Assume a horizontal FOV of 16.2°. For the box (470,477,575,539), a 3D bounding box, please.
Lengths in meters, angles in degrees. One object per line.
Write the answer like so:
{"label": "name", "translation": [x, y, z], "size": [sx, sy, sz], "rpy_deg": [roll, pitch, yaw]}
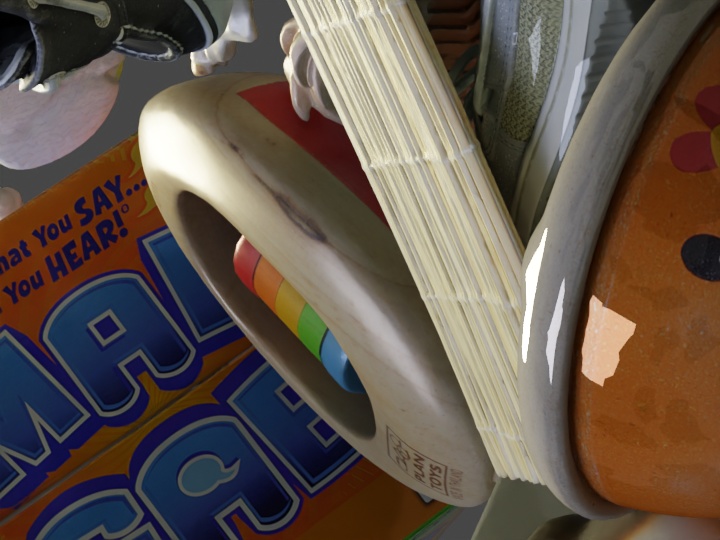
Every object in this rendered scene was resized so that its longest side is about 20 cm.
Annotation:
{"label": "box", "translation": [0.063, 0.133, 0.787], "size": [0.068, 0.200, 0.082], "rpy_deg": [-1, 130, 27]}

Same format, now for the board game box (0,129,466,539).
{"label": "board game box", "translation": [-0.097, 0.088, 1.075], "size": [0.200, 0.200, 0.200], "rpy_deg": [51, 159, 9]}

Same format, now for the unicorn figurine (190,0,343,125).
{"label": "unicorn figurine", "translation": [-0.066, -0.142, 0.855], "size": [0.200, 0.074, 0.138], "rpy_deg": [30, 152, 16]}

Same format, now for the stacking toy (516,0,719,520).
{"label": "stacking toy", "translation": [0.149, 0.017, 0.578], "size": [0.200, 0.146, 0.146], "rpy_deg": [20, 145, 26]}

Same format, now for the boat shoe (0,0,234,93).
{"label": "boat shoe", "translation": [-0.104, -0.084, 0.747], "size": [0.072, 0.068, 0.200], "rpy_deg": [6, 172, 26]}

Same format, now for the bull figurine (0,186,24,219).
{"label": "bull figurine", "translation": [-0.255, -0.098, 1.338], "size": [0.200, 0.065, 0.122], "rpy_deg": [46, 154, 18]}

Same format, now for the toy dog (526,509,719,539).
{"label": "toy dog", "translation": [0.115, 0.132, 0.698], "size": [0.140, 0.194, 0.200], "rpy_deg": [44, 168, 50]}

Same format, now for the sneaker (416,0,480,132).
{"label": "sneaker", "translation": [0.017, -0.107, 0.724], "size": [0.200, 0.071, 0.080], "rpy_deg": [85, 160, -58]}

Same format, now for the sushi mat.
{"label": "sushi mat", "translation": [0.014, -0.032, 0.688], "size": [0.200, 0.012, 0.096], "rpy_deg": [66, 167, -5]}

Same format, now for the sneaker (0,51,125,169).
{"label": "sneaker", "translation": [-0.150, -0.137, 1.049], "size": [0.105, 0.076, 0.200], "rpy_deg": [56, 156, 34]}

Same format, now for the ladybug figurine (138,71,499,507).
{"label": "ladybug figurine", "translation": [0.000, 0.000, 0.904], "size": [0.200, 0.072, 0.136], "rpy_deg": [47, 162, 23]}

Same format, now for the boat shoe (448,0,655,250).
{"label": "boat shoe", "translation": [0.061, -0.075, 0.662], "size": [0.065, 0.074, 0.202], "rpy_deg": [50, 156, 31]}
